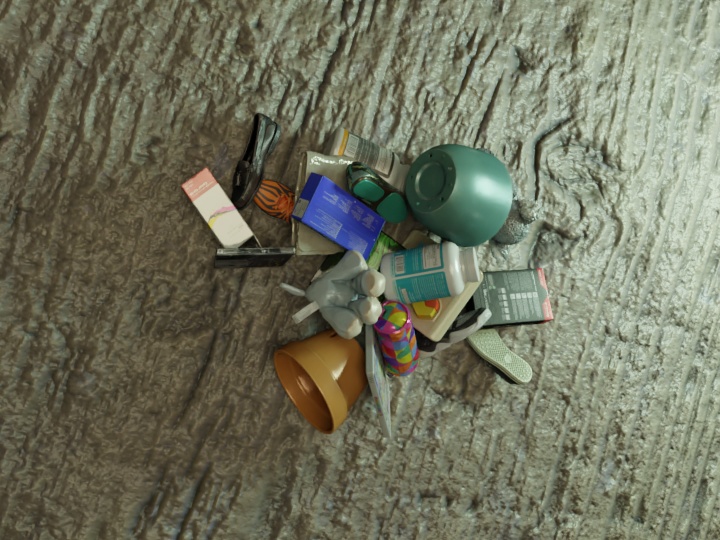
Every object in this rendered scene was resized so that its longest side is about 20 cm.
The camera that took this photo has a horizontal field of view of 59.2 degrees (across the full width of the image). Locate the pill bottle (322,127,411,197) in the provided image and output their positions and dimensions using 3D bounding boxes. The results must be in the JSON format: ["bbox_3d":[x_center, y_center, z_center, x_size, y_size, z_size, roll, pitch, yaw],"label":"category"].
[{"bbox_3d":[0.016,-0.214,1.361,0.196,0.116,0.119,23,86,-15],"label":"pill bottle"}]

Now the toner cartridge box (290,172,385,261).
[{"bbox_3d":[-0.040,-0.103,1.253,0.198,0.043,0.097,31,86,-44],"label":"toner cartridge box"}]

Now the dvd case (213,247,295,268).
[{"bbox_3d":[-0.215,-0.023,1.259,0.144,0.200,0.016,-2,84,-15],"label":"dvd case"}]

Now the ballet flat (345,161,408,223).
[{"bbox_3d":[0.035,-0.162,1.278,0.199,0.073,0.076,34,80,-55],"label":"ballet flat"}]

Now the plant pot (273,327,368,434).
[{"bbox_3d":[-0.070,0.213,1.321,0.139,0.199,0.203,-34,100,-28],"label":"plant pot"}]

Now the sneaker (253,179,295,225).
[{"bbox_3d":[-0.136,-0.131,1.323,0.197,0.112,0.079,28,85,-14],"label":"sneaker"}]

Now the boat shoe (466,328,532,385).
[{"bbox_3d":[0.311,0.193,1.479,0.199,0.062,0.075,42,64,2],"label":"boat shoe"}]

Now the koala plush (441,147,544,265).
[{"bbox_3d":[0.302,-0.128,1.380,0.181,0.201,0.179,21,115,-37],"label":"koala plush"}]

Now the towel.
[{"bbox_3d":[-0.074,-0.130,1.266,0.130,0.034,0.206,-2,107,-42],"label":"towel"}]

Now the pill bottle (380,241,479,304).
[{"bbox_3d":[0.145,0.004,1.318,0.195,0.111,0.114,-9,94,15],"label":"pill bottle"}]

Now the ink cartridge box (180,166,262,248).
[{"bbox_3d":[-0.278,-0.100,1.283,0.067,0.116,0.202,-36,99,-10],"label":"ink cartridge box"}]

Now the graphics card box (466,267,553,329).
[{"bbox_3d":[0.340,0.066,1.473,0.194,0.051,0.129,-4,75,-16],"label":"graphics card box"}]

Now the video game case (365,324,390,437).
[{"bbox_3d":[0.037,0.228,1.325,0.017,0.145,0.203,-9,128,8],"label":"video game case"}]

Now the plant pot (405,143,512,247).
[{"bbox_3d":[0.183,-0.162,1.287,0.159,0.197,0.207,12,88,-47],"label":"plant pot"}]

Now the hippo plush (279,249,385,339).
[{"bbox_3d":[-0.032,0.072,1.297,0.196,0.161,0.162,-26,72,2],"label":"hippo plush"}]

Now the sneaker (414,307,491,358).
[{"bbox_3d":[0.184,0.106,1.403,0.198,0.075,0.116,-32,85,24],"label":"sneaker"}]

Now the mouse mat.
[{"bbox_3d":[0.000,0.000,1.397,0.159,0.008,0.202,34,82,3],"label":"mouse mat"}]

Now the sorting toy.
[{"bbox_3d":[0.141,0.026,1.391,0.198,0.037,0.186,35,82,26],"label":"sorting toy"}]

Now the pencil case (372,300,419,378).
[{"bbox_3d":[0.075,0.148,1.342,0.086,0.202,0.090,-5,53,6],"label":"pencil case"}]

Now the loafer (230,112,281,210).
[{"bbox_3d":[-0.230,-0.228,1.310,0.063,0.071,0.204,33,74,-46],"label":"loafer"}]
